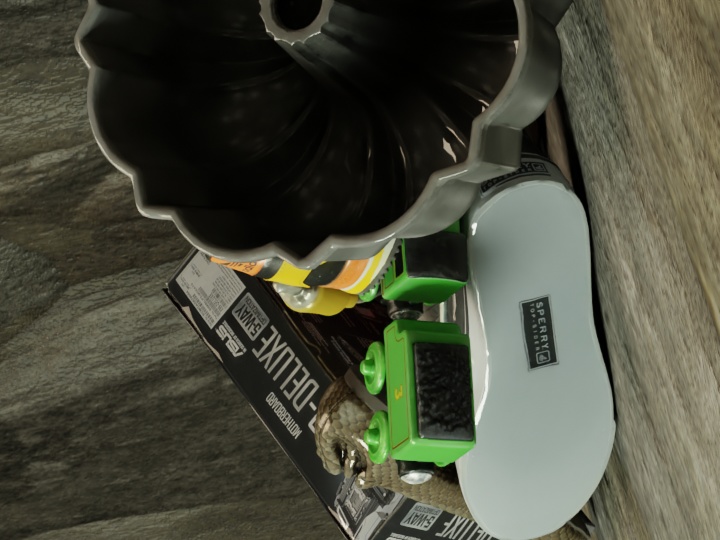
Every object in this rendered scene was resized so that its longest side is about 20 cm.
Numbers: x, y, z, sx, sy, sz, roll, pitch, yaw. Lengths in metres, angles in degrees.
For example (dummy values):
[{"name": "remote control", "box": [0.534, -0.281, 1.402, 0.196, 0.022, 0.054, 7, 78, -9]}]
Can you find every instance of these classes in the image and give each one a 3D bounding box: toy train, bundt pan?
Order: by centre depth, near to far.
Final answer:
[{"name": "bundt pan", "box": [-0.006, -0.094, 1.124, 0.076, 0.202, 0.202, 16, -123, -60]}, {"name": "toy train", "box": [0.022, -0.011, 1.228, 0.056, 0.042, 0.200, 138, 132, -62]}]

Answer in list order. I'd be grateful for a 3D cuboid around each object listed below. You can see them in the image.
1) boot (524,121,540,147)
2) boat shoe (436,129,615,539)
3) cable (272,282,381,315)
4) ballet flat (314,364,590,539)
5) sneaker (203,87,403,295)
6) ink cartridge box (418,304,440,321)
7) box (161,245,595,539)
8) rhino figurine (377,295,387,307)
[{"name": "boot", "box": [0.051, -0.107, 1.329, 0.200, 0.074, 0.075, 70, -144, -62]}, {"name": "boat shoe", "box": [0.065, 0.026, 1.288, 0.068, 0.074, 0.199, -112, 9, -54]}, {"name": "cable", "box": [0.000, 0.000, 1.448, 0.200, 0.050, 0.097, 36, -153, -53]}, {"name": "ballet flat", "box": [0.041, 0.097, 1.366, 0.067, 0.046, 0.200, 45, -171, 38]}, {"name": "sneaker", "box": [-0.046, -0.080, 1.228, 0.070, 0.090, 0.200, -52, 44, 42]}, {"name": "ink cartridge box", "box": [0.040, 0.001, 1.433, 0.162, 0.050, 0.200, 55, 180, -12]}, {"name": "box", "box": [0.010, 0.069, 1.500, 0.158, 0.050, 0.200, 18, -153, -51]}, {"name": "rhino figurine", "box": [0.018, -0.030, 1.549, 0.200, 0.060, 0.087, 21, -134, -52]}]
